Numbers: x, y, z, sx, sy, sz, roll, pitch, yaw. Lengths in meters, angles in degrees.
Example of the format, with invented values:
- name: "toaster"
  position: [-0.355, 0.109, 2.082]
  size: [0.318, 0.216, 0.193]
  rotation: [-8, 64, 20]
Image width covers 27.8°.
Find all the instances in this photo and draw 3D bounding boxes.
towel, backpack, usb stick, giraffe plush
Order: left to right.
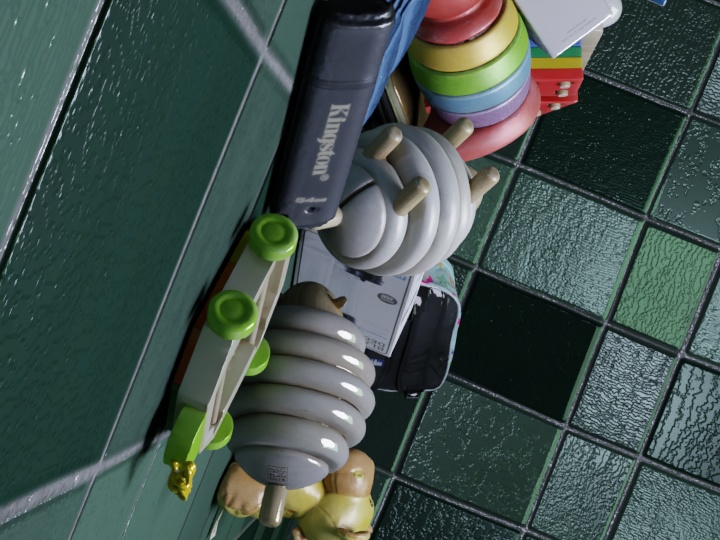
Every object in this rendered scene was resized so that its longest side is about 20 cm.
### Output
- name: "giraffe plush"
  position: [-0.055, 0.229, 1.531]
  size: [0.173, 0.161, 0.201]
  rotation: [-61, 172, -63]
- name: "usb stick"
  position: [-0.021, -0.103, 0.982]
  size: [0.033, 0.055, 0.201]
  rotation: [61, -31, 33]
- name: "towel"
  position: [0.015, -0.180, 1.073]
  size: [0.112, 0.048, 0.201]
  rotation: [109, 4, -46]
- name: "backpack"
  position: [0.046, 0.057, 1.957]
  size: [0.201, 0.176, 0.151]
  rotation: [102, -12, -46]

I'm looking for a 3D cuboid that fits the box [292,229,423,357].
- name: "box"
  position: [0.000, 0.000, 1.377]
  size: [0.200, 0.116, 0.060]
  rotation: [106, 7, -64]

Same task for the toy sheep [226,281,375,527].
- name: "toy sheep"
  position: [-0.051, 0.102, 1.134]
  size: [0.138, 0.137, 0.202]
  rotation: [104, -8, -67]

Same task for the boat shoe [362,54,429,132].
- name: "boat shoe"
  position: [0.028, -0.137, 1.354]
  size: [0.200, 0.064, 0.074]
  rotation: [65, 26, -60]

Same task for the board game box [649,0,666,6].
- name: "board game box"
  position: [0.102, -0.235, 0.858]
  size: [0.200, 0.194, 0.056]
  rotation: [-58, 170, -66]

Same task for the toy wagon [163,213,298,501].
- name: "toy wagon"
  position: [-0.092, 0.060, 0.976]
  size: [0.156, 0.039, 0.201]
  rotation: [107, 7, -52]

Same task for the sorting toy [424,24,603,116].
- name: "sorting toy"
  position: [0.150, -0.214, 1.575]
  size: [0.199, 0.198, 0.070]
  rotation: [83, 6, -82]

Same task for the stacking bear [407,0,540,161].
- name: "stacking bear"
  position: [0.082, -0.204, 1.234]
  size: [0.201, 0.113, 0.122]
  rotation: [66, 23, -49]

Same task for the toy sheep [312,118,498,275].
- name: "toy sheep"
  position: [0.029, -0.059, 1.203]
  size: [0.199, 0.138, 0.139]
  rotation: [-6, 126, -44]

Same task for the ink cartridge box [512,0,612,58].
- name: "ink cartridge box"
  position: [0.130, -0.292, 1.266]
  size: [0.068, 0.201, 0.115]
  rotation: [-34, -164, 6]

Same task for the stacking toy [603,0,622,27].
- name: "stacking toy"
  position: [0.183, -0.309, 1.539]
  size: [0.146, 0.198, 0.147]
  rotation: [18, 90, -90]
